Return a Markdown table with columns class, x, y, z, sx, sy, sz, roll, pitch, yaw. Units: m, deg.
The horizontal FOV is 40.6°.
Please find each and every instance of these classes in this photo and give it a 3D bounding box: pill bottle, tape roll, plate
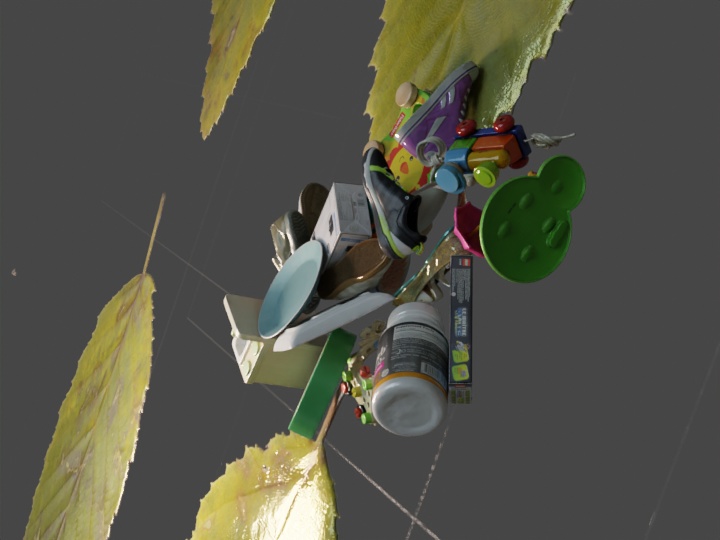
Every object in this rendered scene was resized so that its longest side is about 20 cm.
| class | x | y | z | sx | sy | sz | roll | pitch | yaw |
| --- | --- | --- | --- | --- | --- | --- | --- | --- | --- |
| pill bottle | 0.081 | 0.148 | 1.505 | 0.117 | 0.116 | 0.201 | -50 | 19 | 33 |
| tape roll | -0.067 | 0.198 | 1.728 | 0.200 | 0.048 | 0.202 | 24 | -90 | -90 |
| plate | -0.053 | 0.084 | 1.680 | 0.033 | 0.198 | 0.200 | 66 | 165 | -1 |
| plate | -0.120 | 0.037 | 1.762 | 0.200 | 0.025 | 0.201 | -45 | 27 | 30 |

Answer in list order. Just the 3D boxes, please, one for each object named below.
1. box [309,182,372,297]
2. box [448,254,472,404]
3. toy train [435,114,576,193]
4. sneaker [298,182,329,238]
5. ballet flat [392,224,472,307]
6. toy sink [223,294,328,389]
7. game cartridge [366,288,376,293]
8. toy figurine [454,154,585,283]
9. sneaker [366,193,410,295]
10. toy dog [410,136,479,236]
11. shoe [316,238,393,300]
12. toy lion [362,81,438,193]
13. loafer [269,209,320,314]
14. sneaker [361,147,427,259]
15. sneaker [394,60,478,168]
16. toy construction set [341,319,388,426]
| class | x | y | z | sx | sy | sz | roll | pitch | yaw |
| --- | --- | --- | --- | --- | --- | --- | --- | --- | --- |
| box | -0.042 | -0.051 | 1.767 | 0.201 | 0.059 | 0.118 | 117 | 152 | -51 |
| box | 0.153 | 0.090 | 1.475 | 0.110 | 0.034 | 0.202 | 75 | -164 | -66 |
| toy train | 0.214 | -0.171 | 1.472 | 0.199 | 0.085 | 0.116 | 1 | 40 | 41 |
| sneaker | -0.110 | -0.083 | 2.005 | 0.201 | 0.071 | 0.113 | -85 | 17 | -44 |
| ballet flat | 0.123 | 0.012 | 1.601 | 0.200 | 0.070 | 0.071 | -52 | 37 | 34 |
| toy sink | -0.176 | 0.141 | 1.867 | 0.113 | 0.198 | 0.131 | -64 | 33 | 24 |
| game cartridge | -0.012 | -0.025 | 1.854 | 0.199 | 0.041 | 0.135 | 18 | 94 | 59 |
| toy figurine | 0.217 | -0.086 | 1.452 | 0.201 | 0.150 | 0.184 | -53 | 20 | -9 |
| sneaker | 0.042 | -0.056 | 1.734 | 0.080 | 0.071 | 0.202 | -173 | 83 | -67 |
| toy dog | 0.117 | -0.111 | 1.622 | 0.201 | 0.131 | 0.097 | -57 | 11 | 40 |
| shoe | 0.000 | 0.000 | 1.687 | 0.199 | 0.053 | 0.071 | -30 | 56 | 46 |
| toy lion | 0.095 | -0.213 | 1.758 | 0.201 | 0.068 | 0.192 | -60 | 40 | 20 |
| loafer | -0.127 | -0.013 | 1.884 | 0.069 | 0.075 | 0.202 | -12 | 87 | 33 |
| sneaker | 0.063 | -0.114 | 1.586 | 0.082 | 0.072 | 0.202 | -22 | 73 | 24 |
| sneaker | 0.161 | -0.260 | 1.672 | 0.201 | 0.114 | 0.073 | -49 | -4 | -12 |
| toy construction set | 0.021 | 0.180 | 1.644 | 0.201 | 0.091 | 0.132 | -103 | 17 | -51 |
